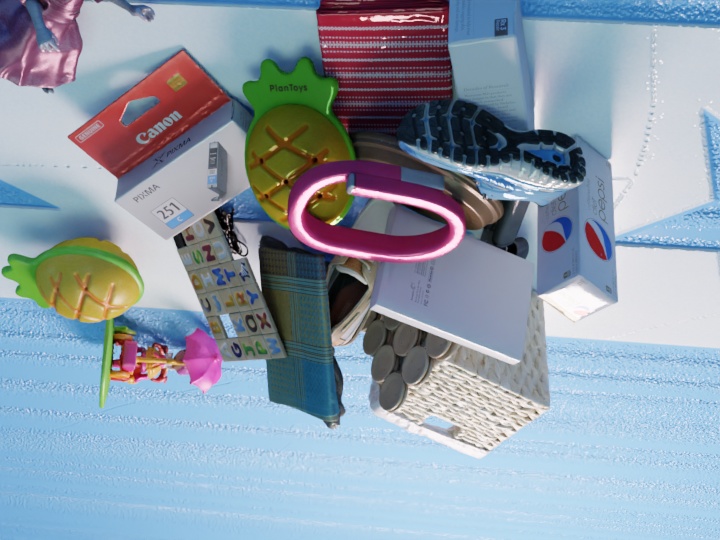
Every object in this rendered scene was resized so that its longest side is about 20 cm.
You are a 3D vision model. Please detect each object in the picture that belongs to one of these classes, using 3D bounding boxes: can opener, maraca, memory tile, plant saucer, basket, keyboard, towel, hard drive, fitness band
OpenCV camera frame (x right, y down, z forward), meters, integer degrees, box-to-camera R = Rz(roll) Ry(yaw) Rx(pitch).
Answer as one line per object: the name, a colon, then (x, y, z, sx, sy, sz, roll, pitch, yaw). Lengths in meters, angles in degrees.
can opener: (0.189, -0.062, 1.295, 0.066, 0.054, 0.201, -18, 148, -21)
maraca: (-0.070, -0.138, 1.162, 0.134, 0.107, 0.204, -1, 114, 14)
memory tile: (0.057, 0.071, 1.333, 0.017, 0.201, 0.154, 23, 119, -30)
plant saucer: (0.070, -0.098, 1.187, 0.197, 0.030, 0.200, 27, 171, 4)
maraca: (-0.394, 0.013, 1.421, 0.196, 0.108, 0.138, -1, 139, 12)
basket: (0.135, 0.112, 1.394, 0.196, 0.203, 0.161, 25, 138, -23)
keyboard: (-0.211, -0.056, 1.369, 0.102, 0.040, 0.202, 2, 143, 8)
towel: (-0.077, 0.075, 1.279, 0.021, 0.204, 0.146, -10, -168, -36)
towel: (0.030, -0.216, 1.132, 0.142, 0.023, 0.201, 1, 144, 6)
hard drive: (0.114, 0.018, 1.242, 0.197, 0.134, 0.026, 22, 154, -18)
fitness band: (0.018, -0.058, 1.117, 0.196, 0.038, 0.144, 10, 148, -15)

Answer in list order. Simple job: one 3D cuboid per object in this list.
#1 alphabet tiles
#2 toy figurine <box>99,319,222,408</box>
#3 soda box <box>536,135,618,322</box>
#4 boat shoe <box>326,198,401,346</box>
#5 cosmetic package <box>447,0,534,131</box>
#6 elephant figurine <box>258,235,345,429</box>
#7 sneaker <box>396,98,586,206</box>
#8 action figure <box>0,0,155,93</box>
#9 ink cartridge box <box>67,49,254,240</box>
alphabet tiles: (-0.175, 0.024, 1.337, 0.166, 0.007, 0.203, -10, 105, 55)
toy figurine: (-0.304, 0.143, 1.590, 0.180, 0.153, 0.200, 5, 166, -13)
soda box: (0.242, -0.048, 1.163, 0.068, 0.203, 0.063, 31, 137, -29)
boat shoe: (0.000, 0.000, 1.282, 0.074, 0.203, 0.068, 20, -178, 15)
cosmetic package: (0.139, -0.195, 1.075, 0.073, 0.103, 0.201, -5, 140, 14)
elephant figurine: (-0.079, 0.083, 1.385, 0.140, 0.203, 0.155, 18, -174, -37)
sneaker: (0.126, -0.104, 1.051, 0.197, 0.080, 0.090, 16, 146, -12)
action figure: (-0.315, -0.283, 1.073, 0.150, 0.133, 0.200, 52, 124, 11)
ink cartridge box: (-0.221, -0.141, 1.228, 0.198, 0.045, 0.176, -29, 132, 24)
